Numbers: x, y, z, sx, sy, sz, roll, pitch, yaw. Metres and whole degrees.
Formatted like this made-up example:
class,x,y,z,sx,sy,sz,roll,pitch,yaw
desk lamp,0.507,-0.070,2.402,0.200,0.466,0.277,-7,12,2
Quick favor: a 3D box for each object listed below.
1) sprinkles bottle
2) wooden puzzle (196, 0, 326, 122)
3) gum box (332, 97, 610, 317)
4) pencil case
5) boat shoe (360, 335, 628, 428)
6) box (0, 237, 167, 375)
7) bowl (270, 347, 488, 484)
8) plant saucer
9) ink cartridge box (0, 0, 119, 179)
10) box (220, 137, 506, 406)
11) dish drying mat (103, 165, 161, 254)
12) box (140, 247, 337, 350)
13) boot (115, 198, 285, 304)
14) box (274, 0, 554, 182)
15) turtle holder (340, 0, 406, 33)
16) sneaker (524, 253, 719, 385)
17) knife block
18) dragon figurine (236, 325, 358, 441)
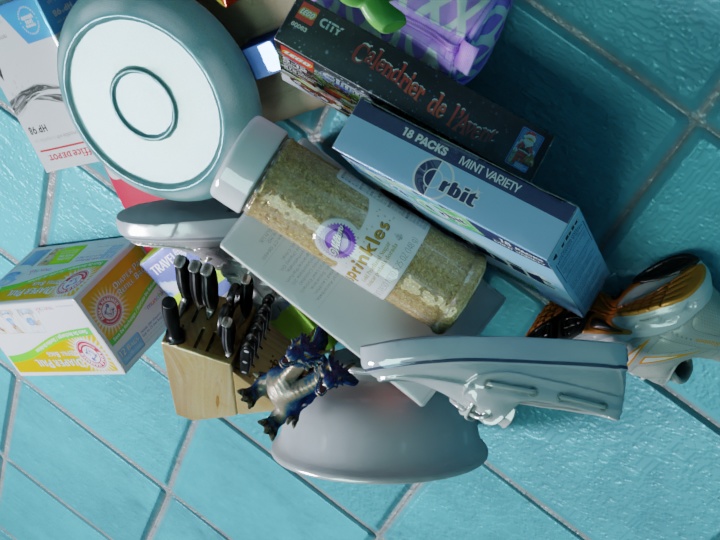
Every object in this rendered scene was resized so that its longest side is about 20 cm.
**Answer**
class,x,y,z,sx,sy,sz,roll,pitch,yaw
sprinkles bottle,-0.008,-0.032,0.959,0.200,0.068,0.068,31,143,-3
wooden puzzle,-0.115,-0.199,1.081,0.185,0.046,0.200,-11,120,46
gum box,0.086,-0.040,0.958,0.170,0.045,0.200,30,177,20
pencil case,0.008,-0.203,0.935,0.199,0.085,0.084,28,115,13
boat shoe,0.098,0.081,0.964,0.199,0.066,0.074,2,174,-5
box,-0.305,0.041,1.437,0.199,0.113,0.102,-5,125,42
bowl,0.018,0.121,1.206,0.200,0.201,0.091,8,101,36
plant saucer,-0.174,-0.141,1.103,0.199,0.027,0.201,15,127,21
ink cartridge box,-0.258,-0.161,1.210,0.116,0.067,0.201,-6,117,43
box,0.000,0.000,1.070,0.200,0.106,0.152,39,180,-2
dish drying mat,-0.202,-0.051,1.331,0.077,0.018,0.200,5,131,37
box,-0.119,0.013,1.282,0.200,0.048,0.122,47,131,-11
boot,-0.117,-0.012,1.190,0.199,0.074,0.096,1,114,7
box,0.035,-0.118,0.960,0.199,0.038,0.137,30,177,1
turtle holder,0.010,-0.233,0.834,0.132,0.185,0.141,58,-175,12
sneaker,0.208,0.060,1.043,0.092,0.076,0.200,48,144,-17
knife block,-0.147,0.060,1.211,0.200,0.064,0.176,-12,135,45
dragon figurine,-0.039,0.084,1.106,0.099,0.200,0.059,-35,85,13
